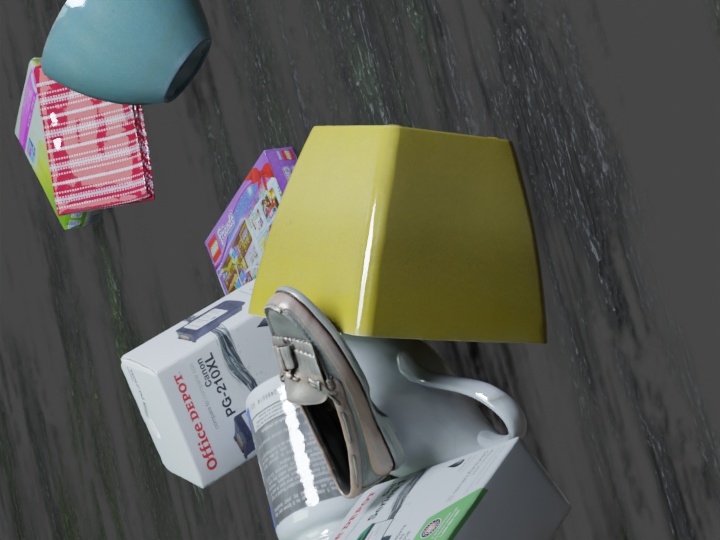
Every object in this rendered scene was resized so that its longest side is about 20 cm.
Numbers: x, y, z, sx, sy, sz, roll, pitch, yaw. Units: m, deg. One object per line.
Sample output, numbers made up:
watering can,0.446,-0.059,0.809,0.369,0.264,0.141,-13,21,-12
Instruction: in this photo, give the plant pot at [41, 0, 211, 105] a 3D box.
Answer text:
plant pot,-0.251,-0.267,1.858,0.135,0.200,0.200,36,137,4

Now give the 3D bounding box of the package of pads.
package of pads,-0.398,-0.180,2.205,0.200,0.068,0.155,57,142,29

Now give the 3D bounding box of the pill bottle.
pill bottle,-0.037,0.205,1.579,0.114,0.113,0.200,-52,47,50

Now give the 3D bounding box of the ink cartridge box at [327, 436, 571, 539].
ink cartridge box,0.056,0.234,1.352,0.200,0.146,0.084,-26,106,45

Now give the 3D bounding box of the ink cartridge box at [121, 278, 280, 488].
ink cartridge box,-0.126,0.110,1.678,0.084,0.200,0.145,16,131,56

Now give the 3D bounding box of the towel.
towel,-0.344,-0.179,2.081,0.144,0.022,0.201,-9,91,19

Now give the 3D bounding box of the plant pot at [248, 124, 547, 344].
plant pot,0.038,-0.035,1.431,0.200,0.200,0.177,9,94,58

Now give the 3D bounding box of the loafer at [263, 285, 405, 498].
loafer,-0.029,0.106,1.351,0.072,0.063,0.200,12,138,53

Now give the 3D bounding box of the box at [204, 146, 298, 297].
box,-0.103,-0.025,1.792,0.200,0.039,0.137,-50,56,51

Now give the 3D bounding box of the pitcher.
pitcher,0.057,0.121,1.443,0.200,0.121,0.172,36,143,20
